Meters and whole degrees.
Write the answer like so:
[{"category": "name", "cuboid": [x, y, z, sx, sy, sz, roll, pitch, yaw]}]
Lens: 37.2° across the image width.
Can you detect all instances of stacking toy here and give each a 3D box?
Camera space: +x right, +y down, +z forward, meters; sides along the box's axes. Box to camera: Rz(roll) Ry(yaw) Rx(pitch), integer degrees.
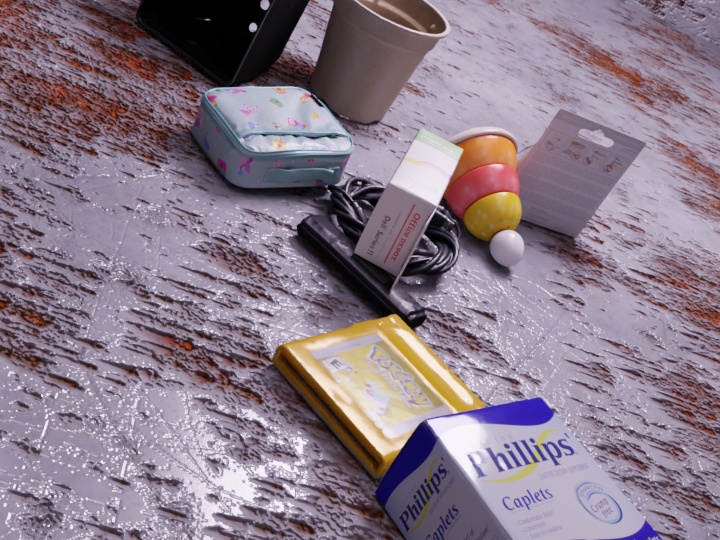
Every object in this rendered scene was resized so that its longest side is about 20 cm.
[{"category": "stacking toy", "cuboid": [0.185, -0.091, 1.550, 0.145, 0.146, 0.202, 4, 57, -35]}]

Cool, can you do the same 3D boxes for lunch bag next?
[{"category": "lunch bag", "cuboid": [-0.110, -0.177, 1.431, 0.198, 0.078, 0.161, -8, 43, -37]}]

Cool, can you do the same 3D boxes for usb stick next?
[{"category": "usb stick", "cuboid": [0.000, 0.000, 1.313, 0.200, 0.033, 0.055, 43, 26, 22]}]

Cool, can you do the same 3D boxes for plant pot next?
[{"category": "plant pot", "cuboid": [0.013, -0.346, 1.694, 0.198, 0.185, 0.201, 21, 31, -13]}, {"category": "plant pot", "cuboid": [-0.188, -0.417, 1.644, 0.199, 0.201, 0.177, 36, 19, 14]}]

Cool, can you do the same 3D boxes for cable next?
[{"category": "cable", "cuboid": [0.038, -0.057, 1.425, 0.198, 0.051, 0.164, 28, 37, 2]}]

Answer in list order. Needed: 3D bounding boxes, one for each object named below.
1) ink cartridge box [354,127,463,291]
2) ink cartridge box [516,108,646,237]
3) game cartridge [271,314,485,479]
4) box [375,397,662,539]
[{"category": "ink cartridge box", "cuboid": [0.056, -0.077, 1.316, 0.067, 0.118, 0.201, 28, 35, 0]}, {"category": "ink cartridge box", "cuboid": [0.313, -0.154, 1.638, 0.161, 0.201, 0.057, 17, 34, -19]}, {"category": "game cartridge", "cuboid": [0.029, 0.126, 1.147, 0.199, 0.033, 0.176, -13, 50, -48]}, {"category": "box", "cuboid": [0.150, 0.234, 1.012, 0.182, 0.106, 0.200, -3, 42, -43]}]
